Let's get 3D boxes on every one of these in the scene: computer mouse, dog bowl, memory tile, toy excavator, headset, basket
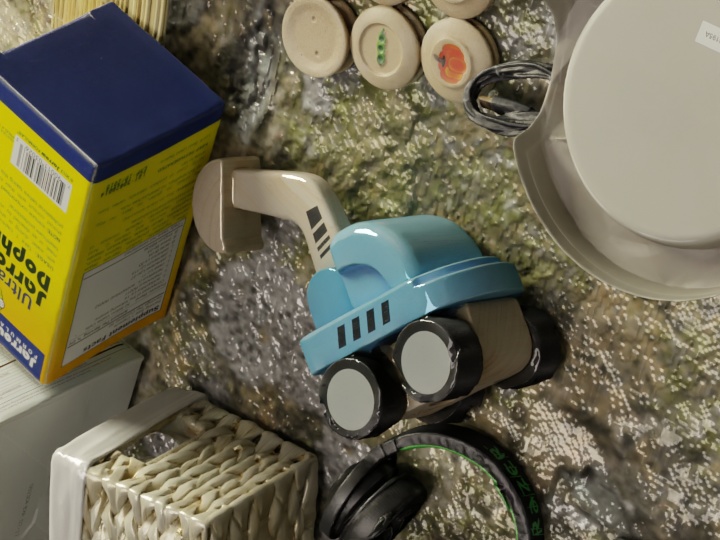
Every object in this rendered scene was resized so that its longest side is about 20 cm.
[{"bbox_3d":[0.141,-0.069,1.287,0.200,0.034,0.059,26,106,33],"label":"computer mouse"},{"bbox_3d":[0.174,-0.085,1.206,0.200,0.059,0.201,0,90,35],"label":"dog bowl"},{"bbox_3d":[0.015,-0.199,1.352,0.153,0.017,0.201,16,116,35],"label":"memory tile"},{"bbox_3d":[0.000,0.000,1.401,0.194,0.100,0.200,-28,75,40],"label":"toy excavator"},{"bbox_3d":[0.015,0.175,1.442,0.200,0.094,0.124,-32,85,31],"label":"headset"},{"bbox_3d":[-0.113,0.198,1.529,0.123,0.135,0.201,18,118,31],"label":"basket"}]

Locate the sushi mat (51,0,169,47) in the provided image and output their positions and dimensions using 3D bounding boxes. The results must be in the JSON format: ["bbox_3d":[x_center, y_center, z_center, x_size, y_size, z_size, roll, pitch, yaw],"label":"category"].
[{"bbox_3d":[-0.150,-0.193,1.451,0.096,0.012,0.200,39,146,20],"label":"sushi mat"}]

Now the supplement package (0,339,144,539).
[{"bbox_3d":[-0.283,0.097,1.621,0.200,0.147,0.192,37,126,23],"label":"supplement package"}]

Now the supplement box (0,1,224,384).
[{"bbox_3d":[-0.177,-0.047,1.486,0.109,0.109,0.200,41,138,21],"label":"supplement box"}]

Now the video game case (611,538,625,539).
[{"bbox_3d":[0.224,0.259,1.350,0.200,0.024,0.183,12,114,35],"label":"video game case"}]
